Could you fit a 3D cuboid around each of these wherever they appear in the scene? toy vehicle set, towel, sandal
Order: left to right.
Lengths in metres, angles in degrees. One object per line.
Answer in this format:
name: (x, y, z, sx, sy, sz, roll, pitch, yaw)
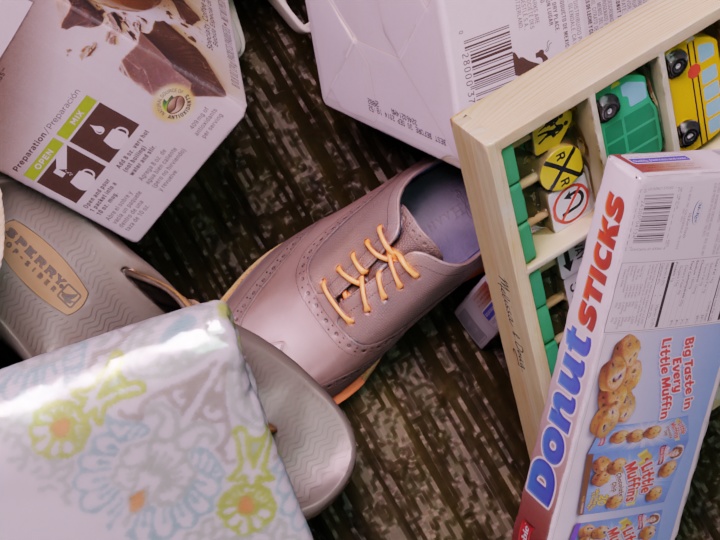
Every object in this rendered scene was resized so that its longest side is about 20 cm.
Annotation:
towel: (-0.101, 0.121, 0.909, 0.170, 0.048, 0.201, -20, 118, -2)
sandal: (-0.082, 0.031, 0.928, 0.200, 0.055, 0.082, 46, 74, -14)
toy vehicle set: (0.111, -0.009, 0.966, 0.124, 0.201, 0.026, -31, 43, -17)

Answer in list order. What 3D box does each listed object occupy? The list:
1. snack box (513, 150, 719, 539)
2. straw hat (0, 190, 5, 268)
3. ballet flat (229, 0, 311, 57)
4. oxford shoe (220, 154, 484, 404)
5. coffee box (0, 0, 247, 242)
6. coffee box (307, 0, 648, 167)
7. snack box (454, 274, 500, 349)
snack box: (0.111, 0.048, 0.953, 0.071, 0.024, 0.201, -5, 119, -33)
straw hat: (-0.235, -0.001, 0.872, 0.200, 0.085, 0.202, -17, 48, 20)
ballet flat: (-0.046, -0.128, 1.032, 0.199, 0.072, 0.072, -24, 80, -15)
oxford shoe: (0.000, 0.000, 0.999, 0.200, 0.073, 0.071, -40, 84, -13)
coffee box: (-0.149, -0.111, 0.906, 0.199, 0.080, 0.113, 28, 28, -28)
coffee box: (0.090, -0.124, 0.992, 0.199, 0.113, 0.080, -23, 118, -25)
snack box: (0.130, -0.037, 1.029, 0.199, 0.072, 0.024, -35, 83, -15)
